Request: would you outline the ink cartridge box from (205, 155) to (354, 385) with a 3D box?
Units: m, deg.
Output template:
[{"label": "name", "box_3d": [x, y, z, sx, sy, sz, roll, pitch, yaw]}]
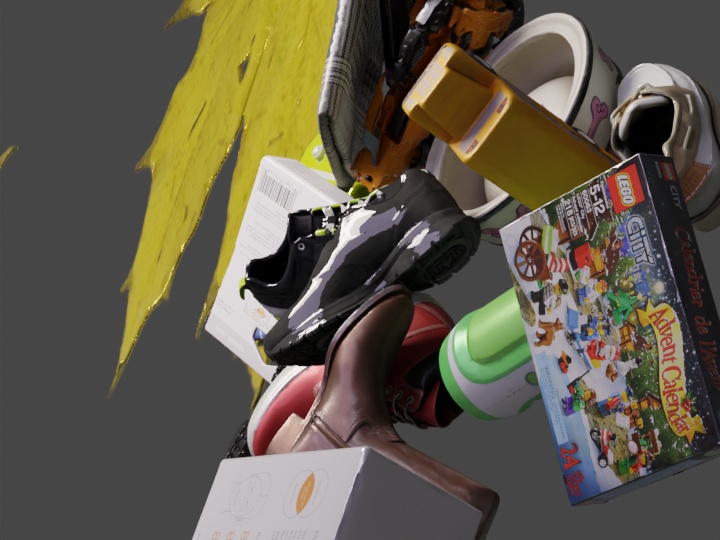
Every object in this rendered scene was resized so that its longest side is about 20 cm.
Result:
[{"label": "ink cartridge box", "box_3d": [-0.046, 0.016, 1.846, 0.200, 0.044, 0.178, 36, 112, 45]}]

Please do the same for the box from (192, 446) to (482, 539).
[{"label": "box", "box_3d": [-0.033, 0.215, 1.413, 0.199, 0.106, 0.153, -11, 53, 56]}]

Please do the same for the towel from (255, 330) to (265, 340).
[{"label": "towel", "box_3d": [-0.036, -0.012, 1.961, 0.199, 0.024, 0.146, -19, 46, 53]}]

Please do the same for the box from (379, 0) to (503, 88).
[{"label": "box", "box_3d": [0.078, -0.252, 1.806, 0.143, 0.036, 0.201, -39, -24, -18]}]

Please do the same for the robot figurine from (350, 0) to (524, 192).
[{"label": "robot figurine", "box_3d": [0.066, -0.162, 1.781, 0.058, 0.144, 0.201, 38, 117, 36]}]

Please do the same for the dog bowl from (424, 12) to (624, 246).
[{"label": "dog bowl", "box_3d": [0.141, -0.106, 1.682, 0.200, 0.074, 0.201, -43, 28, 30]}]

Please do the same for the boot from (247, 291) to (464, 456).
[{"label": "boot", "box_3d": [0.004, 0.111, 1.654, 0.199, 0.073, 0.144, -37, 29, 1]}]

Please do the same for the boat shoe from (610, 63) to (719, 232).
[{"label": "boat shoe", "box_3d": [0.225, -0.107, 1.535, 0.075, 0.068, 0.200, -50, 26, 17]}]

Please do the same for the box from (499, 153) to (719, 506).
[{"label": "box", "box_3d": [0.174, 0.041, 1.381, 0.136, 0.037, 0.202, -30, 67, 43]}]

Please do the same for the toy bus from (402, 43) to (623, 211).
[{"label": "toy bus", "box_3d": [0.128, -0.085, 1.532, 0.065, 0.199, 0.078, -52, 25, 12]}]

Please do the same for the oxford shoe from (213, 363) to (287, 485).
[{"label": "oxford shoe", "box_3d": [-0.040, 0.115, 1.757, 0.201, 0.084, 0.073, -58, 11, 9]}]

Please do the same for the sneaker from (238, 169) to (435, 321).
[{"label": "sneaker", "box_3d": [-0.022, -0.022, 1.704, 0.200, 0.083, 0.072, -40, 31, 26]}]

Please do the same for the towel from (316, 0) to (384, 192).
[{"label": "towel", "box_3d": [0.002, -0.186, 1.805, 0.200, 0.034, 0.194, 74, -154, -73]}]

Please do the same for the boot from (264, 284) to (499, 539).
[{"label": "boot", "box_3d": [0.044, 0.129, 1.546, 0.199, 0.064, 0.187, 32, 90, 38]}]

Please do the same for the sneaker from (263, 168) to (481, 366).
[{"label": "sneaker", "box_3d": [0.000, 0.000, 1.639, 0.199, 0.076, 0.091, -37, 62, 7]}]

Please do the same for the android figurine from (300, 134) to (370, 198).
[{"label": "android figurine", "box_3d": [-0.038, -0.062, 1.954, 0.201, 0.041, 0.182, -63, 28, -3]}]

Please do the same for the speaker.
[{"label": "speaker", "box_3d": [0.147, 0.036, 1.499, 0.200, 0.088, 0.089, -36, 33, 40]}]
